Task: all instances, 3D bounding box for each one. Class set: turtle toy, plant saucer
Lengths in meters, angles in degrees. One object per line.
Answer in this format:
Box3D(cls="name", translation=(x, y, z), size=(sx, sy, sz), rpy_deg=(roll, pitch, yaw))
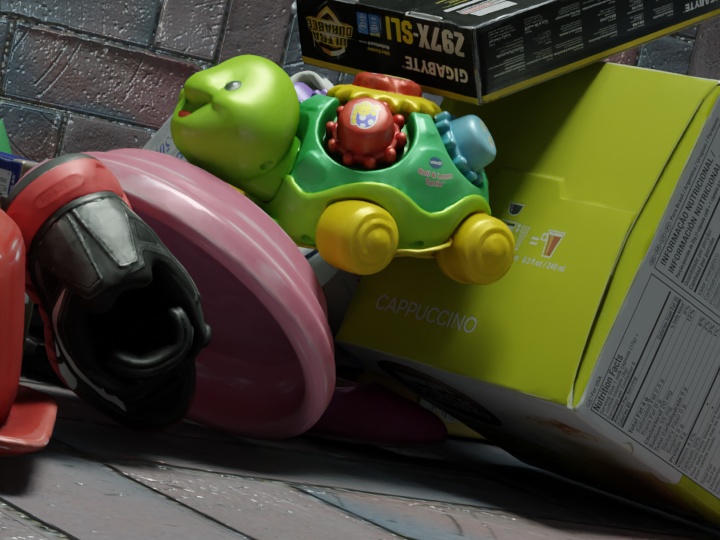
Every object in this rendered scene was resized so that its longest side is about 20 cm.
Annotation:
Box3D(cls="turtle toy", translation=(-0.012, -0.056, 1.375), size=(0.200, 0.101, 0.146), rpy_deg=(6, 6, -34))
Box3D(cls="plant saucer", translation=(-0.094, 0.006, 1.362), size=(0.200, 0.051, 0.201), rpy_deg=(26, -30, 16))

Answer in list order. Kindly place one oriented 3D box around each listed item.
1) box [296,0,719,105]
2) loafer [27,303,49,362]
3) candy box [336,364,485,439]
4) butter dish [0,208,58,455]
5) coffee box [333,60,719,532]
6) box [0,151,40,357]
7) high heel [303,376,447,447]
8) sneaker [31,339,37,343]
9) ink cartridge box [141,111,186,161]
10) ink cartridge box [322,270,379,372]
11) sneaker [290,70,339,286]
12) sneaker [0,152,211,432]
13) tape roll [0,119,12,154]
Box3D(cls="box", translation=(0.087, -0.153, 1.475), size=(0.200, 0.049, 0.160), rpy_deg=(-22, 27, -34))
Box3D(cls="loafer", translation=(-0.128, 0.045, 1.478), size=(0.199, 0.063, 0.072), rpy_deg=(5, -1, 16))
Box3D(cls="candy box", translation=(0.076, 0.078, 1.730), size=(0.200, 0.057, 0.117), rpy_deg=(8, 6, -40))
Box3D(cls="butter dish", translation=(-0.222, -0.005, 1.150), size=(0.199, 0.148, 0.199), rpy_deg=(12, 2, -6))
Box3D(cls="coffee box", translation=(0.144, 0.009, 1.478), size=(0.199, 0.200, 0.198), rpy_deg=(15, -14, 47))
Box3D(cls="box", translation=(-0.242, -0.016, 1.500), size=(0.032, 0.121, 0.200), rpy_deg=(9, 5, -37))
Box3D(cls="high heel", translation=(-0.037, 0.043, 1.511), size=(0.200, 0.096, 0.067), rpy_deg=(14, 2, 14))
Box3D(cls="sneaker", translation=(-0.123, 0.041, 1.607), size=(0.199, 0.076, 0.088), rpy_deg=(11, -19, -6))
Box3D(cls="ink cartridge box", translation=(-0.131, -0.029, 1.745), size=(0.094, 0.200, 0.044), rpy_deg=(10, 49, -38))
Box3D(cls="ink cartridge box", translation=(0.000, 0.000, 1.615), size=(0.200, 0.067, 0.116), rpy_deg=(9, -43, 45))
Box3D(cls="sneaker", translation=(-0.045, -0.051, 1.527), size=(0.073, 0.071, 0.200), rpy_deg=(-16, 27, 13))
Box3D(cls="sneaker", translation=(-0.114, 0.033, 1.270), size=(0.098, 0.071, 0.201), rpy_deg=(49, -14, 34))
Box3D(cls="tape roll", translation=(-0.328, -0.053, 1.721), size=(0.200, 0.048, 0.200), rpy_deg=(-14, 8, 2))
